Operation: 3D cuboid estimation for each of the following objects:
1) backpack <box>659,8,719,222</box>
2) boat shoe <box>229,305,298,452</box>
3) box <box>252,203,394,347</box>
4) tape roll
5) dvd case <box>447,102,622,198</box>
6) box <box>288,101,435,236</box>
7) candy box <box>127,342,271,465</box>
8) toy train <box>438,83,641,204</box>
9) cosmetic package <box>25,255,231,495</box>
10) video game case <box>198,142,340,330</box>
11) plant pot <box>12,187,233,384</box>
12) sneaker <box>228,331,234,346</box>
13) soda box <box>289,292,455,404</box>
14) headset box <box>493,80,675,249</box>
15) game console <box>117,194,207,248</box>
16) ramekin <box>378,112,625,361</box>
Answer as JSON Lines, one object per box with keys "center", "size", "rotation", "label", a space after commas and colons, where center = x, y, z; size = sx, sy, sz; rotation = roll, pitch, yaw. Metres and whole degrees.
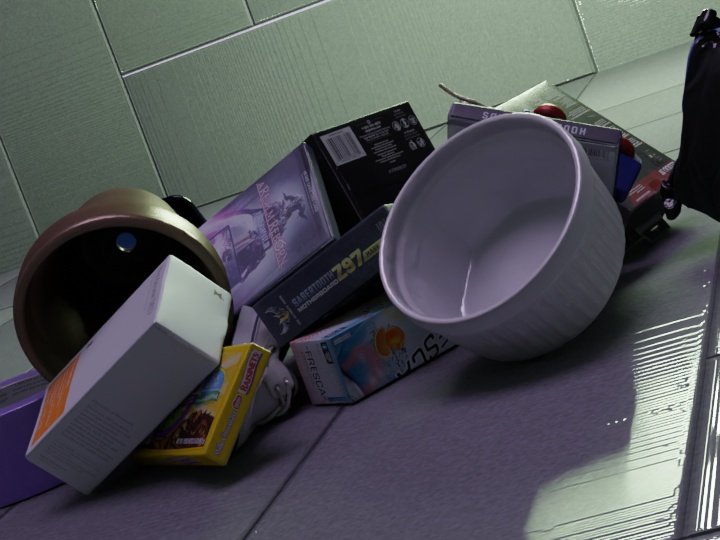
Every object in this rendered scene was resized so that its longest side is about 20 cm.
{"center": [0.388, -0.137, 1.545], "size": [0.190, 0.201, 0.154], "rotation": [-18, 37, -37], "label": "backpack"}
{"center": [-0.090, 0.101, 1.524], "size": [0.070, 0.071, 0.200], "rotation": [16, 25, -5], "label": "boat shoe"}
{"center": [0.000, 0.000, 1.595], "size": [0.158, 0.051, 0.200], "rotation": [-38, -8, 15], "label": "box"}
{"center": [-0.332, 0.160, 1.664], "size": [0.199, 0.085, 0.200], "rotation": [-19, 9, 3], "label": "tape roll"}
{"center": [0.152, -0.066, 1.522], "size": [0.150, 0.200, 0.025], "rotation": [10, 54, 10], "label": "dvd case"}
{"center": [-0.022, -0.063, 1.781], "size": [0.148, 0.125, 0.200], "rotation": [-23, -11, -41], "label": "box"}
{"center": [-0.142, 0.116, 1.455], "size": [0.200, 0.026, 0.102], "rotation": [-13, 50, 63], "label": "candy box"}
{"center": [0.152, -0.093, 1.596], "size": [0.085, 0.200, 0.116], "rotation": [-55, -13, -45], "label": "toy train"}
{"center": [-0.202, 0.092, 1.480], "size": [0.200, 0.071, 0.102], "rotation": [-44, 23, 28], "label": "cosmetic package"}
{"center": [-0.110, -0.017, 1.653], "size": [0.200, 0.019, 0.143], "rotation": [-39, 42, 20], "label": "video game case"}
{"center": [-0.220, 0.005, 1.611], "size": [0.200, 0.201, 0.175], "rotation": [-20, 26, 4], "label": "plant pot"}
{"center": [-0.104, 0.049, 1.684], "size": [0.082, 0.074, 0.200], "rotation": [-6, 53, 41], "label": "sneaker"}
{"center": [0.036, 0.053, 1.550], "size": [0.200, 0.064, 0.068], "rotation": [-28, 11, -35], "label": "soda box"}
{"center": [0.221, -0.094, 1.705], "size": [0.149, 0.200, 0.077], "rotation": [-33, -27, -52], "label": "headset box"}
{"center": [-0.223, 0.034, 1.791], "size": [0.200, 0.171, 0.118], "rotation": [-14, -23, 35], "label": "game console"}
{"center": [0.125, -0.020, 1.411], "size": [0.200, 0.105, 0.201], "rotation": [-25, 47, 29], "label": "ramekin"}
